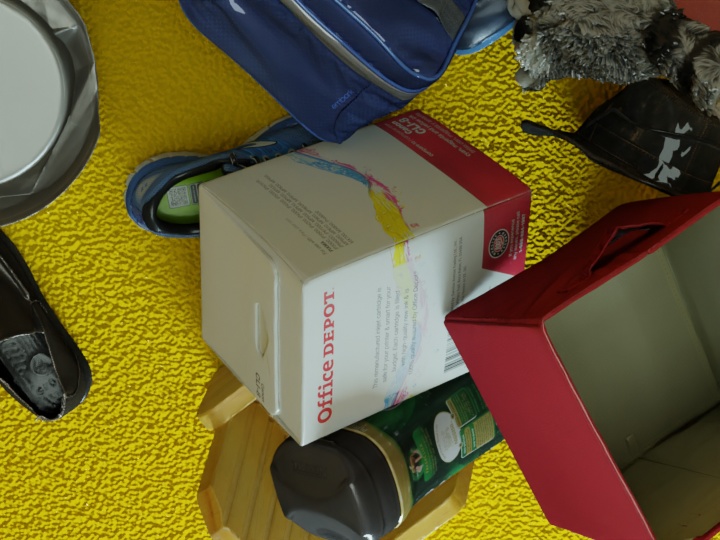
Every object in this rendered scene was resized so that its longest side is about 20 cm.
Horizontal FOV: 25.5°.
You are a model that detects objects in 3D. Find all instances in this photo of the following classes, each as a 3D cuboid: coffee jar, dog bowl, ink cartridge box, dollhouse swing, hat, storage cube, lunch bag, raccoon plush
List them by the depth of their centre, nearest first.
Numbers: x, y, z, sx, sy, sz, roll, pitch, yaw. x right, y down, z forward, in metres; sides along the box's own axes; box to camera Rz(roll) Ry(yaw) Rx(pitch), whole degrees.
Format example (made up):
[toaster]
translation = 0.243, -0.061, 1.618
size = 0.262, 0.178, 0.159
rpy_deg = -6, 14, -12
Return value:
[storage cube]
translation = 0.188, 0.063, 1.056
size = 0.170, 0.180, 0.202
rpy_deg = -31, 97, -15
[raccoon plush]
translation = 0.174, -0.137, 1.099
size = 0.096, 0.134, 0.201
rpy_deg = -28, 68, -14
[lunch bag]
translation = -0.021, -0.206, 1.105
size = 0.200, 0.137, 0.132
rpy_deg = 40, 138, -20
[ink cartridge box]
translation = 0.000, 0.000, 1.142
size = 0.198, 0.144, 0.147
rpy_deg = -21, 132, -30
[dog bowl]
translation = -0.284, -0.134, 1.154
size = 0.197, 0.059, 0.203
rpy_deg = -2, 108, -7
[hat]
translation = 0.215, -0.104, 1.165
size = 0.198, 0.201, 0.082
rpy_deg = 19, 99, -14
[coffee jar]
translation = 0.030, 0.123, 1.179
size = 0.199, 0.104, 0.086
rpy_deg = -32, 114, -39
[dollhouse swing]
translation = -0.012, 0.155, 1.228
size = 0.181, 0.176, 0.201
rpy_deg = -36, 109, 5

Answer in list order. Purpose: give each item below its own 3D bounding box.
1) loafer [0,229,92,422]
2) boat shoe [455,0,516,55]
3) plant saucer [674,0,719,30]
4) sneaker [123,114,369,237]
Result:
[loafer]
translation = -0.272, 0.034, 1.203
size = 0.073, 0.071, 0.201
rpy_deg = -37, 110, 5
[boat shoe]
translation = 0.131, -0.240, 1.166
size = 0.199, 0.084, 0.069
rpy_deg = -40, 119, 3
[plant saucer]
translation = 0.264, -0.260, 1.164
size = 0.200, 0.037, 0.200
rpy_deg = -46, 117, -22
[sneaker]
translation = -0.076, -0.062, 1.191
size = 0.198, 0.089, 0.079
rpy_deg = -18, 110, -7
